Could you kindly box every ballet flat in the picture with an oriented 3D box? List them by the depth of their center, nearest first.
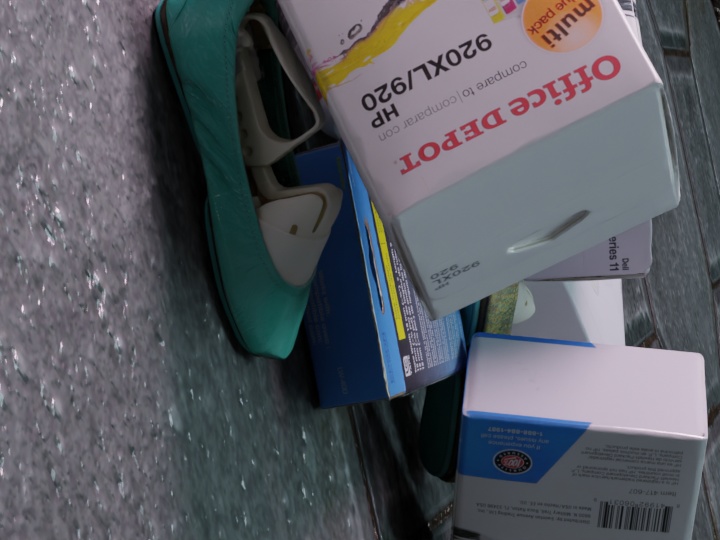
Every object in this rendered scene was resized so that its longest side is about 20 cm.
[{"bbox_3d":[-0.048,-0.052,1.155,0.067,0.070,0.202,-29,107,-60],"label":"ballet flat"},{"bbox_3d":[0.077,0.041,1.436,0.071,0.070,0.201,-72,169,-61],"label":"ballet flat"}]

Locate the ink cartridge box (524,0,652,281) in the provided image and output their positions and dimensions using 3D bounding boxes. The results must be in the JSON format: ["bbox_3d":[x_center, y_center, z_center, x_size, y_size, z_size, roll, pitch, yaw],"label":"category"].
[{"bbox_3d":[0.131,-0.111,1.416,0.201,0.082,0.147,-91,175,-47],"label":"ink cartridge box"}]

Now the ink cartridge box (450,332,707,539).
[{"bbox_3d":[0.129,0.147,1.402,0.085,0.145,0.201,-81,176,-53],"label":"ink cartridge box"}]

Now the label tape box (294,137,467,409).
[{"bbox_3d":[0.000,0.000,1.305,0.200,0.063,0.145,-9,88,-74],"label":"label tape box"}]

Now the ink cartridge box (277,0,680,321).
[{"bbox_3d":[0.051,-0.109,1.136,0.201,0.146,0.145,65,2,24],"label":"ink cartridge box"}]

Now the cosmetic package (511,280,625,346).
[{"bbox_3d":[0.103,-0.007,1.577,0.200,0.122,0.201,63,23,-43],"label":"cosmetic package"}]

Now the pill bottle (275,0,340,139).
[{"bbox_3d":[-0.002,-0.186,1.308,0.201,0.115,0.116,71,13,13],"label":"pill bottle"}]
